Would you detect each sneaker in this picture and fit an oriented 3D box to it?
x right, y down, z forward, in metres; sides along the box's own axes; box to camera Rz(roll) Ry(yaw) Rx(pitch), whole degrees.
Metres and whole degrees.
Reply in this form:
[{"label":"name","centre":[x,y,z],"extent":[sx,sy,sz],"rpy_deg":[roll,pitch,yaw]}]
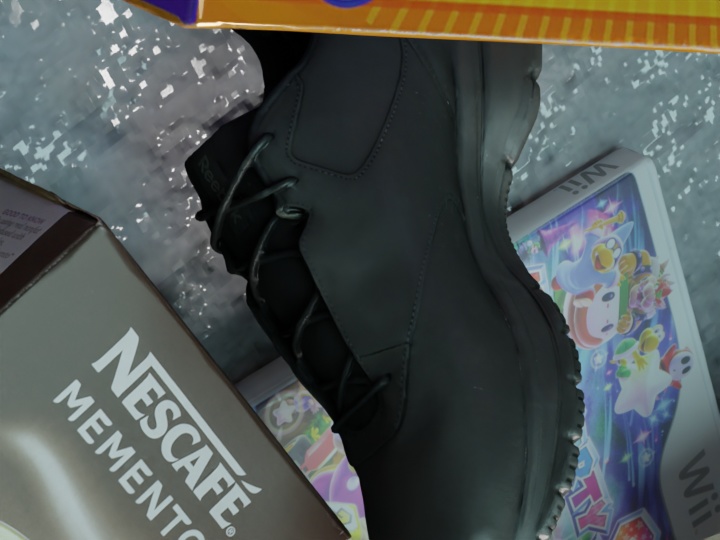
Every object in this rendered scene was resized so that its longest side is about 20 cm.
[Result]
[{"label":"sneaker","centre":[0.000,0.000,0.722],"extent":[0.091,0.201,0.076],"rpy_deg":[10,146,-26]}]

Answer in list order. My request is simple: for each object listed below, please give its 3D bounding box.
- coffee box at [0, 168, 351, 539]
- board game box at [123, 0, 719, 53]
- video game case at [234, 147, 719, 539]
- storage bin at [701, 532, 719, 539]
[{"label":"coffee box","centre":[-0.119,0.085,0.694],"extent":[0.200,0.080,0.114],"rpy_deg":[-44,116,-13]},{"label":"board game box","centre":[0.013,-0.168,0.626],"extent":[0.199,0.200,0.201],"rpy_deg":[0,107,-35]},{"label":"video game case","centre":[0.022,0.071,0.837],"extent":[0.200,0.018,0.144],"rpy_deg":[-31,122,-22]},{"label":"storage bin","centre":[0.211,0.133,0.855],"extent":[0.200,0.094,0.199],"rpy_deg":[-23,134,-2]}]
